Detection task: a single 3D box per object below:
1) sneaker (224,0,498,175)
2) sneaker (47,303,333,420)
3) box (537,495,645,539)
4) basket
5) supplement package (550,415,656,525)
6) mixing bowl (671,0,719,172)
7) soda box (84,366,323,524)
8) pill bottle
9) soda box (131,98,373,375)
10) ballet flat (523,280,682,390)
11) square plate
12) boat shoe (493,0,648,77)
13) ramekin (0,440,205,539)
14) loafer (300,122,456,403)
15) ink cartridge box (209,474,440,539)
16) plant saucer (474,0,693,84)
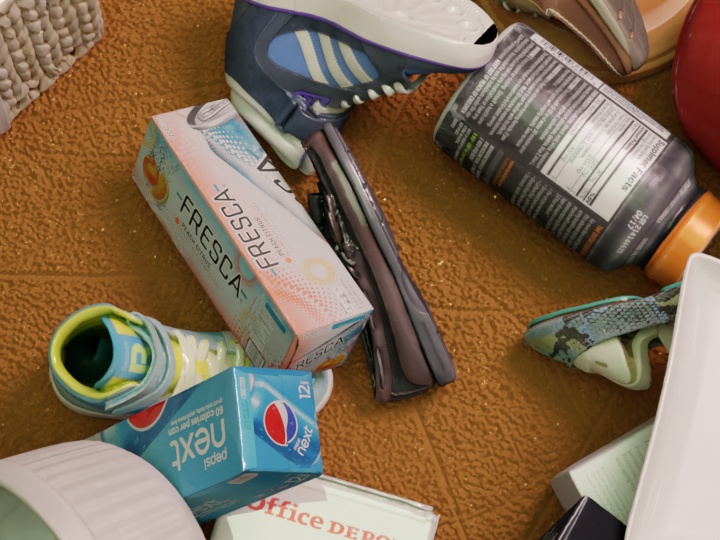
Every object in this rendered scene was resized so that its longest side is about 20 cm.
[{"bbox_3d":[-0.004,-0.129,1.290,0.199,0.081,0.148,19,125,19],"label":"sneaker"},{"bbox_3d":[-0.118,0.069,1.250,0.198,0.131,0.080,1,79,0],"label":"sneaker"},{"bbox_3d":[0.149,0.280,1.153,0.199,0.197,0.124,37,46,0],"label":"box"},{"bbox_3d":[-0.262,-0.198,1.269,0.123,0.200,0.136,-41,82,-13],"label":"basket"},{"bbox_3d":[0.244,0.138,1.242,0.199,0.117,0.118,-30,82,-4],"label":"supplement package"},{"bbox_3d":[0.281,-0.139,1.270,0.108,0.200,0.202,16,79,29],"label":"mixing bowl"},{"bbox_3d":[-0.110,0.122,1.196,0.064,0.199,0.068,7,67,-39],"label":"soda box"},{"bbox_3d":[0.156,-0.072,1.286,0.200,0.106,0.106,38,82,6],"label":"pill bottle"},{"bbox_3d":[-0.076,-0.020,1.263,0.068,0.064,0.201,-17,61,-35],"label":"soda box"},{"bbox_3d":[0.199,0.044,1.246,0.199,0.074,0.075,-19,78,33],"label":"ballet flat"},{"bbox_3d":[0.269,0.112,1.153,0.198,0.028,0.200,20,70,-9],"label":"square plate"},{"bbox_3d":[0.124,-0.213,1.300,0.072,0.076,0.200,-38,90,27],"label":"boat shoe"},{"bbox_3d":[-0.176,0.202,1.156,0.105,0.200,0.201,-21,77,-43],"label":"ramekin"},{"bbox_3d":[0.000,0.000,1.270,0.063,0.072,0.201,-26,104,2],"label":"loafer"},{"bbox_3d":[-0.041,0.238,1.242,0.144,0.085,0.202,16,82,4],"label":"ink cartridge box"},{"bbox_3d":[0.175,-0.237,1.351,0.198,0.037,0.202,0,80,0],"label":"plant saucer"}]
